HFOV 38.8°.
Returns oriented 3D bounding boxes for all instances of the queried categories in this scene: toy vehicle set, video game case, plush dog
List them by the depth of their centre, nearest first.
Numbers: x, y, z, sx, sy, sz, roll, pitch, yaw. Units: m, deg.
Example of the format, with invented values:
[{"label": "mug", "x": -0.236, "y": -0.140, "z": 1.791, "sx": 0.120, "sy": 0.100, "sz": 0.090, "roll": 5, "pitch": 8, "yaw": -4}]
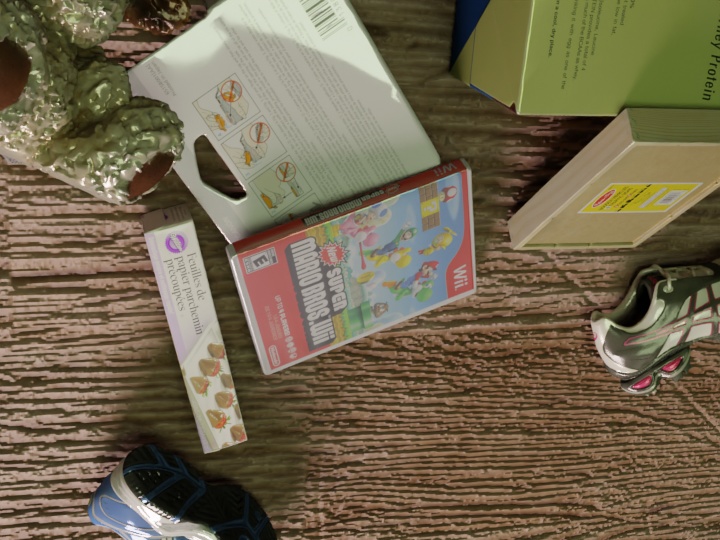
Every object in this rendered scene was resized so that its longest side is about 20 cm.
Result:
[{"label": "plush dog", "x": -0.197, "y": -0.158, "z": 0.635, "sx": 0.200, "sy": 0.158, "sz": 0.174, "roll": 34, "pitch": 77, "yaw": -59}, {"label": "toy vehicle set", "x": 0.213, "y": -0.066, "z": 0.806, "sx": 0.122, "sy": 0.200, "sz": 0.027, "roll": -1, "pitch": 70, "yaw": -19}, {"label": "video game case", "x": 0.000, "y": 0.000, "z": 0.818, "sx": 0.197, "sy": 0.018, "sz": 0.144, "roll": -21, "pitch": 137, "yaw": -10}]

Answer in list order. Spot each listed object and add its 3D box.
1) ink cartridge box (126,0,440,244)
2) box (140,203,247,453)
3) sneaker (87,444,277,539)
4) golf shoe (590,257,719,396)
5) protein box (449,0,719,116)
[{"label": "ink cartridge box", "x": -0.058, "y": -0.115, "z": 0.763, "sx": 0.172, "sy": 0.044, "sz": 0.201, "roll": -32, "pitch": 119, "yaw": 4}, {"label": "box", "x": -0.130, "y": 0.049, "z": 0.810, "sx": 0.038, "sy": 0.042, "sz": 0.203, "roll": -16, "pitch": 117, "yaw": -11}, {"label": "sneaker", "x": -0.144, "y": 0.221, "z": 0.873, "sx": 0.076, "sy": 0.076, "sz": 0.200, "roll": -33, "pitch": 121, "yaw": 23}, {"label": "golf shoe", "x": 0.302, "y": 0.026, "z": 0.928, "sx": 0.199, "sy": 0.077, "sz": 0.089, "roll": -38, "pitch": 112, "yaw": 0}, {"label": "protein box", "x": 0.188, "y": -0.225, "z": 0.744, "sx": 0.196, "sy": 0.135, "sz": 0.202, "roll": -2, "pitch": 113, "yaw": -17}]
